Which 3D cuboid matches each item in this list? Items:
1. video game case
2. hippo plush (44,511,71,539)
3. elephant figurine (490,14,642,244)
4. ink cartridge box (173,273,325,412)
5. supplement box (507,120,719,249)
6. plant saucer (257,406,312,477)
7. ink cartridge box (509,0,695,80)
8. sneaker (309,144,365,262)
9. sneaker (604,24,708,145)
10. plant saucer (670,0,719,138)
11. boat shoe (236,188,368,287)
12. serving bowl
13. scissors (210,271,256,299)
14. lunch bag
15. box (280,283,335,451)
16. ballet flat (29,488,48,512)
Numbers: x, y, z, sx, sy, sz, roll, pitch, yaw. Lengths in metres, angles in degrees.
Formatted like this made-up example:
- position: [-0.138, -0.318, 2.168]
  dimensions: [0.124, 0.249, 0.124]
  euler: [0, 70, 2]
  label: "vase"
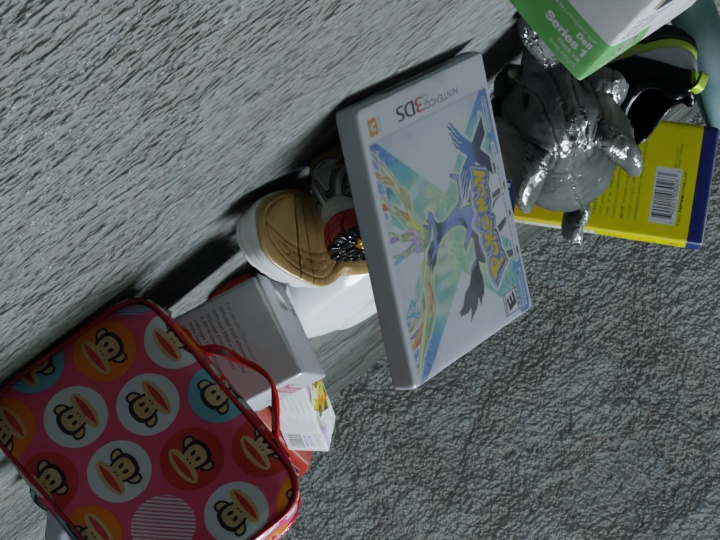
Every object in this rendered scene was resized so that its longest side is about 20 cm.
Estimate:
- position: [0.056, -0.039, 1.521]
  dimensions: [0.022, 0.200, 0.182]
  euler: [-3, -164, 33]
  label: "video game case"
- position: [-0.146, 0.209, 1.727]
  dimensions: [0.200, 0.161, 0.159]
  euler: [-25, 129, -11]
  label: "hippo plush"
- position: [0.155, -0.112, 1.695]
  dimensions: [0.142, 0.155, 0.200]
  euler: [-57, -177, 5]
  label: "elephant figurine"
- position: [-0.137, 0.088, 1.601]
  dimensions: [0.200, 0.084, 0.145]
  euler: [-28, 174, 4]
  label: "ink cartridge box"
- position: [0.221, -0.088, 1.959]
  dimensions: [0.109, 0.200, 0.110]
  euler: [7, 92, -82]
  label: "supplement box"
- position: [-0.138, 0.189, 1.883]
  dimensions: [0.200, 0.037, 0.200]
  euler: [-38, 152, 0]
  label: "plant saucer"
- position: [0.211, -0.235, 1.431]
  dimensions: [0.146, 0.084, 0.200]
  euler: [-35, 174, -36]
  label: "ink cartridge box"
- position: [0.029, -0.055, 1.581]
  dimensions: [0.078, 0.082, 0.200]
  euler: [-26, 166, 22]
  label: "sneaker"
- position: [0.205, -0.138, 1.820]
  dimensions: [0.072, 0.083, 0.200]
  euler: [19, 144, -42]
  label: "sneaker"
- position: [0.322, -0.191, 1.979]
  dimensions: [0.039, 0.201, 0.201]
  euler: [-18, 176, 6]
  label: "plant saucer"
- position: [-0.051, -0.018, 1.573]
  dimensions: [0.069, 0.071, 0.200]
  euler: [-8, 174, 22]
  label: "boat shoe"
- position: [0.000, 0.000, 1.840]
  dimensions: [0.200, 0.066, 0.200]
  euler: [-35, 171, -6]
  label: "serving bowl"
- position: [-0.093, 0.019, 1.847]
  dimensions: [0.073, 0.014, 0.200]
  euler: [-43, 171, 21]
  label: "scissors"
- position: [-0.137, 0.121, 1.470]
  dimensions: [0.176, 0.200, 0.082]
  euler: [-37, 169, -7]
  label: "lunch bag"
- position: [-0.061, 0.085, 1.815]
  dimensions: [0.200, 0.041, 0.039]
  euler: [71, 24, -50]
  label: "box"
- position: [-0.209, 0.149, 1.901]
  dimensions: [0.200, 0.068, 0.068]
  euler: [-38, 164, -5]
  label: "ballet flat"
